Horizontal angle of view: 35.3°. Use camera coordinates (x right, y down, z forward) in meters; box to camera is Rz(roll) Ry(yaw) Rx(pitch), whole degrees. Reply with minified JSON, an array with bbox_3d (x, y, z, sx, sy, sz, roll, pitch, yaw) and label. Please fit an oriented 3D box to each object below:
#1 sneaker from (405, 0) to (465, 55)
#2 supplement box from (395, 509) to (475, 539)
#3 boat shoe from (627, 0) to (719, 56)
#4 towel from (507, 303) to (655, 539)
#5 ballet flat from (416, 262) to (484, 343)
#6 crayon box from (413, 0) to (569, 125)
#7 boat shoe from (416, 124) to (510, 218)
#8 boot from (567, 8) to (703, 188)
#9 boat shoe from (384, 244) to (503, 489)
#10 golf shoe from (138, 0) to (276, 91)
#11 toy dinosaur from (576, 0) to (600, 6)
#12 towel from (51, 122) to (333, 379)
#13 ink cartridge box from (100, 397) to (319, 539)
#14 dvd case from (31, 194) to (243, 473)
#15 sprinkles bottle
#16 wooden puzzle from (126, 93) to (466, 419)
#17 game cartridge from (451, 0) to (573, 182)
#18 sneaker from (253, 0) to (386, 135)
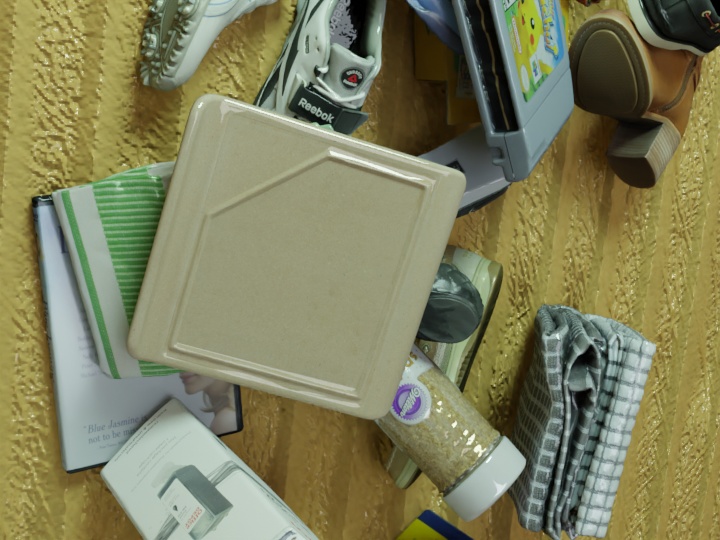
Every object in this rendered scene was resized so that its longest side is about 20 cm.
[{"bbox_3d":[0.046,-0.254,0.818,0.081,0.074,0.202,-27,98,11],"label":"sneaker"},{"bbox_3d":[0.039,0.322,0.950,0.199,0.109,0.110,-41,117,-17],"label":"supplement box"},{"bbox_3d":[0.283,-0.221,0.926,0.200,0.063,0.075,-19,85,-56],"label":"boat shoe"},{"bbox_3d":[0.170,0.119,0.939,0.084,0.200,0.168,14,95,4],"label":"towel"},{"bbox_3d":[0.000,0.000,0.844,0.198,0.057,0.067,26,109,-9],"label":"ballet flat"},{"bbox_3d":[0.106,-0.225,0.909,0.124,0.051,0.204,-8,103,-28],"label":"crayon box"},{"bbox_3d":[0.044,-0.057,0.901,0.197,0.057,0.069,-21,70,-9],"label":"boat shoe"},{"bbox_3d":[0.241,-0.188,0.959,0.156,0.073,0.201,-62,147,-22],"label":"boot"},{"bbox_3d":[0.058,0.080,0.943,0.062,0.073,0.204,21,94,12],"label":"boat shoe"},{"bbox_3d":[-0.081,-0.206,0.796,0.097,0.078,0.202,29,86,-37],"label":"golf shoe"},{"bbox_3d":[0.213,-0.308,0.929,0.180,0.201,0.105,-35,151,-10],"label":"toy dinosaur"},{"bbox_3d":[-0.100,-0.009,0.791,0.197,0.023,0.155,-13,107,-4],"label":"towel"},{"bbox_3d":[-0.080,0.196,0.790,0.085,0.200,0.146,-44,126,-8],"label":"ink cartridge box"},{"bbox_3d":[-0.159,0.037,0.831,0.141,0.017,0.204,-10,105,-27],"label":"dvd case"},{"bbox_3d":[0.037,0.098,0.873,0.068,0.068,0.200,-42,84,-15],"label":"sprinkles bottle"},{"bbox_3d":[-0.043,-0.006,0.772,0.197,0.037,0.188,15,104,-16],"label":"wooden puzzle"},{"bbox_3d":[0.113,-0.184,0.834,0.134,0.040,0.203,-53,132,-53],"label":"game cartridge"},{"bbox_3d":[-0.029,-0.132,0.827,0.073,0.088,0.203,14,93,-23],"label":"sneaker"}]
